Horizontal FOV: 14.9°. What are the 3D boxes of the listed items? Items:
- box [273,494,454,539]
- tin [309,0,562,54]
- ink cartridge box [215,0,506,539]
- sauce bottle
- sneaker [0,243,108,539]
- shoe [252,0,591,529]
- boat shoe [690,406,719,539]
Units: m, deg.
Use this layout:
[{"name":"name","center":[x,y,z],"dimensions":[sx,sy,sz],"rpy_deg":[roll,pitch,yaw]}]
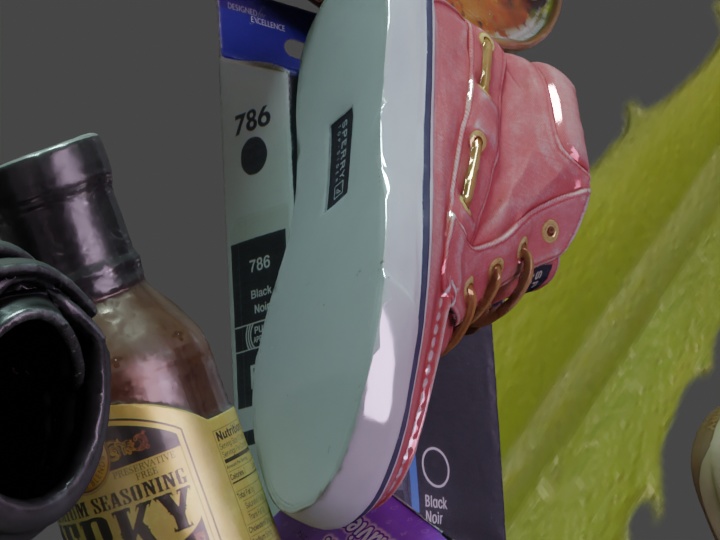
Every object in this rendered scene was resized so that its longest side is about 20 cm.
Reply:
[{"name":"box","center":[0.061,0.157,0.861],"dimensions":[0.039,0.137,0.200],"rpy_deg":[-43,123,-11]},{"name":"tin","center":[-0.007,-0.144,0.968],"dimensions":[0.200,0.042,0.113],"rpy_deg":[33,48,-32]},{"name":"ink cartridge box","center":[0.000,0.000,0.941],"dimensions":[0.099,0.039,0.201],"rpy_deg":[10,69,-44]},{"name":"sauce bottle","center":[-0.066,0.059,0.833],"dimensions":[0.065,0.064,0.201],"rpy_deg":[-22,92,-48]},{"name":"sneaker","center":[-0.120,-0.009,0.758],"dimensions":[0.070,0.099,0.201],"rpy_deg":[-2,77,-45]},{"name":"shoe","center":[0.025,0.000,0.877],"dimensions":[0.091,0.071,0.201],"rpy_deg":[25,52,-28]},{"name":"boat shoe","center":[0.205,0.137,1.089],"dimensions":[0.072,0.072,0.201],"rpy_deg":[-38,105,-46]}]
